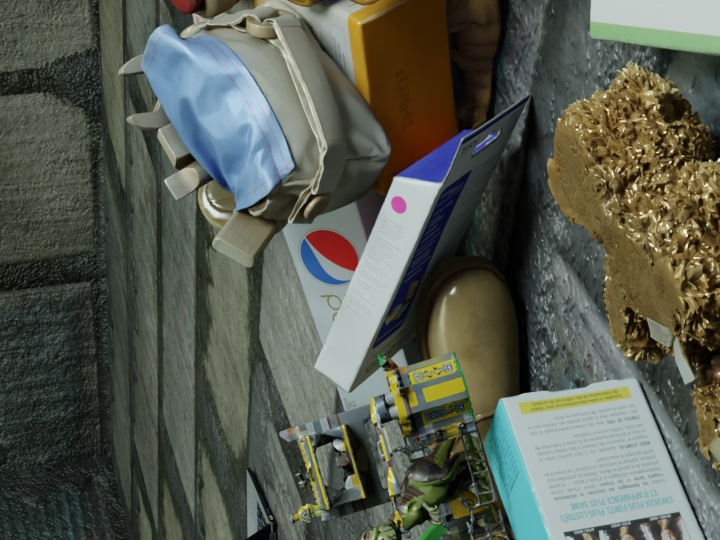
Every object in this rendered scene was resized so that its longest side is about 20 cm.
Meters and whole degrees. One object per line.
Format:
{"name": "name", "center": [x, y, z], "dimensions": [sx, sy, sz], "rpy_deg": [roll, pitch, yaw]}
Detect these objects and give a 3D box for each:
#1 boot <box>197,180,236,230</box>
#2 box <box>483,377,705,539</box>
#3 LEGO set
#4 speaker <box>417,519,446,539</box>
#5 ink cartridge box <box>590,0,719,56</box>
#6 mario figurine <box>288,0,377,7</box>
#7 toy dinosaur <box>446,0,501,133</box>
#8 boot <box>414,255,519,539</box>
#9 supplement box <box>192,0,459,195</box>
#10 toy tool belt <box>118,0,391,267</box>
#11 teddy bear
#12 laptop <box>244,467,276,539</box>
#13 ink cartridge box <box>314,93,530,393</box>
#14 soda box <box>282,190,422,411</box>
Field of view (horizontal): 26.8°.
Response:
{"name": "boot", "center": [-0.050, -0.074, 1.166], "dimensions": [0.072, 0.200, 0.155], "rpy_deg": [41, 155, 8]}
{"name": "box", "center": [0.132, 0.154, 0.763], "dimensions": [0.049, 0.082, 0.201], "rpy_deg": [102, 157, -52]}
{"name": "LEGO set", "center": [0.019, 0.145, 0.838], "dimensions": [0.154, 0.115, 0.202], "rpy_deg": [-129, 22, -87]}
{"name": "speaker", "center": [0.059, 0.259, 1.059], "dimensions": [0.201, 0.088, 0.089], "rpy_deg": [101, 157, -46]}
{"name": "ink cartridge box", "center": [0.146, -0.195, 0.644], "dimensions": [0.145, 0.048, 0.202], "rpy_deg": [-145, 53, -69]}
{"name": "mario figurine", "center": [0.027, -0.238, 0.900], "dimensions": [0.106, 0.123, 0.201], "rpy_deg": [87, -151, -69]}
{"name": "toy dinosaur", "center": [0.068, -0.174, 0.940], "dimensions": [0.106, 0.060, 0.201], "rpy_deg": [44, 151, 35]}
{"name": "boot", "center": [0.099, 0.108, 0.908], "dimensions": [0.200, 0.066, 0.177], "rpy_deg": [-125, 25, -58]}
{"name": "supplement box", "center": [-0.028, -0.151, 0.988], "dimensions": [0.200, 0.073, 0.127], "rpy_deg": [34, 144, 41]}
{"name": "toy tool belt", "center": [-0.083, -0.105, 0.910], "dimensions": [0.201, 0.122, 0.125], "rpy_deg": [52, 153, 12]}
{"name": "teddy bear", "center": [0.157, 0.003, 0.676], "dimensions": [0.200, 0.066, 0.146], "rpy_deg": [-122, 21, -45]}
{"name": "laptop", "center": [-0.162, 0.377, 1.830], "dimensions": [0.200, 0.115, 0.189], "rpy_deg": [-125, 33, -60]}
{"name": "ink cartridge box", "center": [0.037, -0.021, 0.938], "dimensions": [0.037, 0.095, 0.201], "rpy_deg": [35, 126, 14]}
{"name": "soda box", "center": [0.000, 0.000, 1.065], "dimensions": [0.068, 0.063, 0.201], "rpy_deg": [-57, -44, -52]}
